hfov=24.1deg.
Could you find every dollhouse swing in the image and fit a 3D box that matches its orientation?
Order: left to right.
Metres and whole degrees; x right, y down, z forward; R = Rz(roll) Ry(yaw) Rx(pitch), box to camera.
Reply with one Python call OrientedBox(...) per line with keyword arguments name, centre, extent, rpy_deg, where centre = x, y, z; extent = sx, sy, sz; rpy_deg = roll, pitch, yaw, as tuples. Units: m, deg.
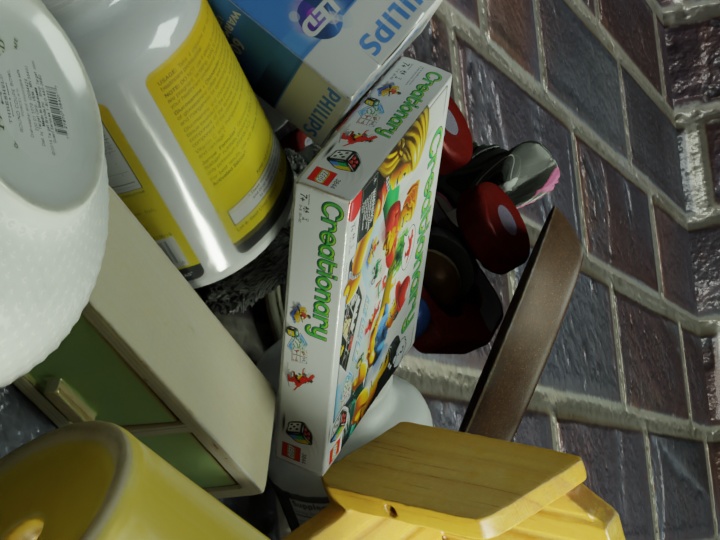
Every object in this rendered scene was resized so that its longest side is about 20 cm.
OrientedBox(name="dollhouse swing", centre=(0.042, 0.223, 0.969), extent=(0.176, 0.182, 0.200), rpy_deg=(-43, 127, -38))

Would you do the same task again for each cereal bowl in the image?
OrientedBox(name="cereal bowl", centre=(-0.156, -0.053, 0.620), extent=(0.200, 0.083, 0.200), rpy_deg=(45, 34, -43))

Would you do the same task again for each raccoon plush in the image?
OrientedBox(name="raccoon plush", centre=(-0.040, -0.011, 0.979), extent=(0.200, 0.134, 0.097), rpy_deg=(-75, 150, -48))

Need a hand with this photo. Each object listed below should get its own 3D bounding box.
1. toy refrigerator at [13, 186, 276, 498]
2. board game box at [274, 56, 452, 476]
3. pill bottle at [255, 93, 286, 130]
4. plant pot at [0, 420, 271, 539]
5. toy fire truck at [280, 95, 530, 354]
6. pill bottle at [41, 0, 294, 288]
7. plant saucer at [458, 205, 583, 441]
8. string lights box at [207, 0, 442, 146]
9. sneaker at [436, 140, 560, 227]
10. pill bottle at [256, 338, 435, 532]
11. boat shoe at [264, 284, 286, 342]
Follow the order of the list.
OrientedBox(name="toy refrigerator", centre=(-0.117, 0.046, 0.836), extent=(0.200, 0.076, 0.070), rpy_deg=(57, 31, -51))
OrientedBox(name="board game box", centre=(0.000, 0.000, 0.916), extent=(0.126, 0.035, 0.200), rpy_deg=(-53, 158, -44))
OrientedBox(name="pill bottle", centre=(-0.062, -0.175, 1.000), extent=(0.111, 0.111, 0.200), rpy_deg=(62, 28, -43))
OrientedBox(name="plant pot", centre=(-0.092, 0.172, 0.707), extent=(0.189, 0.201, 0.201), rpy_deg=(55, 30, -25))
OrientedBox(name="toy fire truck", centre=(0.024, -0.025, 1.149), extent=(0.200, 0.112, 0.168), rpy_deg=(58, 28, -10))
OrientedBox(name="pill bottle", centre=(-0.116, -0.091, 0.836), extent=(0.112, 0.112, 0.200), rpy_deg=(-79, 153, -42))
OrientedBox(name="plant saucer", centre=(0.107, 0.054, 1.143), extent=(0.200, 0.034, 0.200), rpy_deg=(23, 90, -87))
OrientedBox(name="string lights box", centre=(-0.062, -0.171, 0.884), extent=(0.200, 0.059, 0.103), rpy_deg=(40, 61, -1))
OrientedBox(name="sneaker", centre=(0.067, -0.072, 1.291), extent=(0.080, 0.200, 0.086), rpy_deg=(-22, 90, -35))
OrientedBox(name="pill bottle", centre=(0.002, 0.135, 1.077), extent=(0.111, 0.111, 0.200), rpy_deg=(-68, 144, -55))
OrientedBox(name="boat shoe", centre=(-0.011, 0.056, 1.136), extent=(0.072, 0.065, 0.200), rpy_deg=(-77, 153, -54))
